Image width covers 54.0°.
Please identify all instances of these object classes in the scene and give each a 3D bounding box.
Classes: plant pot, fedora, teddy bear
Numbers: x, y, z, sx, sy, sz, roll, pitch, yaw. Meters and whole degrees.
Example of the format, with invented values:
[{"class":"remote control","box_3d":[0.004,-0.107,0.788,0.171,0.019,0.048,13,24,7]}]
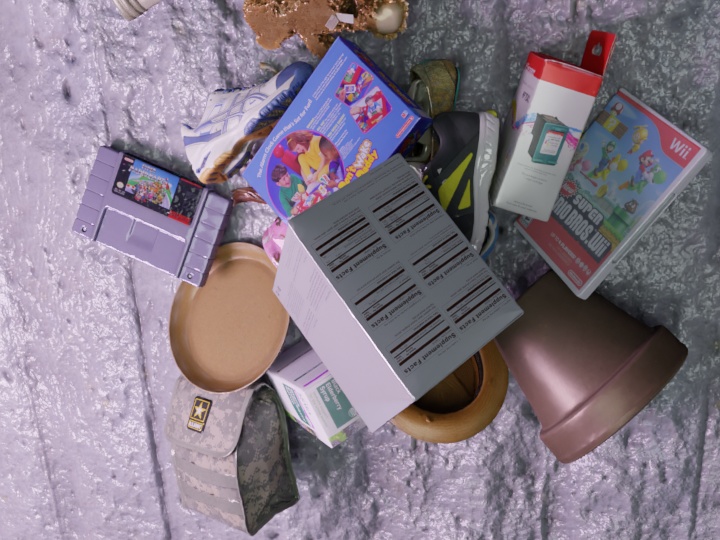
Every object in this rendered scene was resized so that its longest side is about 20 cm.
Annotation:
[{"class":"plant pot","box_3d":[0.253,0.096,0.842,0.175,0.200,0.201,48,112,14]},{"class":"plant pot","box_3d":[-0.172,0.063,0.946,0.197,0.027,0.203,-7,74,25]},{"class":"fedora","box_3d":[0.091,0.128,0.907,0.198,0.203,0.082,17,153,6]},{"class":"teddy bear","box_3d":[-0.038,-0.309,0.804,0.198,0.067,0.145,-11,137,38]}]

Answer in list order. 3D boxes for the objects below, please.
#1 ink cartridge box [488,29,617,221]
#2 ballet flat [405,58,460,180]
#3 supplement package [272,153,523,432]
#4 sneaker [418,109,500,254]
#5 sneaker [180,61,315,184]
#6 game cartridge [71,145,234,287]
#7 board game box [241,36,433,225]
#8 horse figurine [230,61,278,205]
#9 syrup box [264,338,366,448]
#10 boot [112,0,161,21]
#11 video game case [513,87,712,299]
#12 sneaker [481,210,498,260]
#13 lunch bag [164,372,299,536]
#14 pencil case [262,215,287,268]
[{"class":"ink cartridge box","box_3d":[0.204,-0.170,0.782,0.066,0.116,0.203,16,111,-2]},{"class":"ballet flat","box_3d":[0.075,-0.148,0.843,0.069,0.071,0.203,6,106,10]},{"class":"supplement package","box_3d":[0.027,0.031,0.737,0.146,0.192,0.201,-33,79,-21]},{"class":"sneaker","box_3d":[0.103,-0.083,0.794,0.083,0.074,0.203,9,84,3]},{"class":"sneaker","box_3d":[-0.141,-0.193,0.838,0.199,0.075,0.089,-36,79,20]},{"class":"game cartridge","box_3d":[-0.280,-0.075,0.951,0.197,0.038,0.131,23,101,6]},{"class":"board game box","box_3d":[-0.031,-0.139,0.807,0.135,0.045,0.200,47,113,13]},{"class":"horse figurine","box_3d":[-0.096,-0.165,0.889,0.131,0.050,0.202,25,109,10]},{"class":"syrup box","box_3d":[-0.054,0.149,0.901,0.081,0.200,0.080,-31,102,-18]},{"class":"boot","box_3d":[-0.259,-0.417,0.832,0.153,0.072,0.203,-15,104,19]},{"class":"video game case","box_3d":[0.274,-0.088,0.796,0.017,0.144,0.201,18,118,-38]},{"class":"sneaker","box_3d":[0.096,0.006,0.861,0.071,0.072,0.201,35,91,14]},{"class":"lunch bag","box_3d":[-0.185,0.238,0.981,0.162,0.117,0.203,3,107,40]},{"class":"pencil case","box_3d":[-0.040,-0.080,0.889,0.082,0.087,0.200,28,116,-34]}]
